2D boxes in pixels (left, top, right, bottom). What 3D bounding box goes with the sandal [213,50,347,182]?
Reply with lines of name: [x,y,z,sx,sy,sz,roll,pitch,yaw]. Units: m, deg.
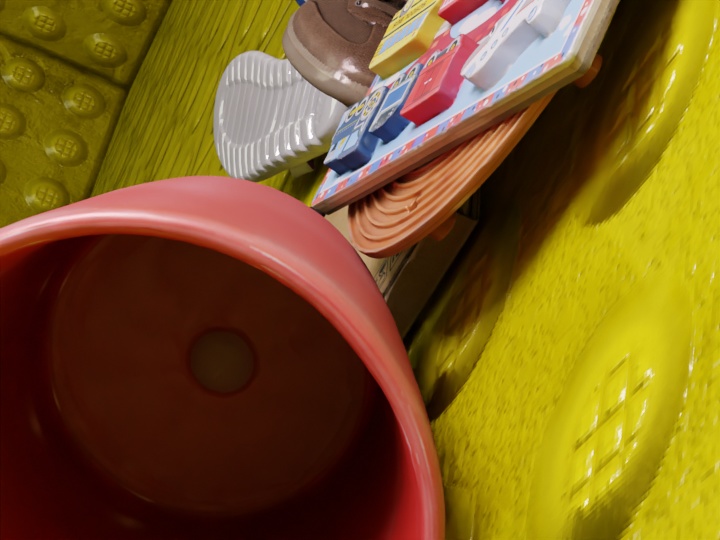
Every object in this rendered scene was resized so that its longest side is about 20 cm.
sandal: [-0.039,-0.091,1.095,0.202,0.050,0.083,7,89,65]

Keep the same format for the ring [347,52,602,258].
ring: [0.057,-0.089,0.658,0.201,0.019,0.201,-52,17,23]

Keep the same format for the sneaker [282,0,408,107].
sneaker: [0.007,-0.143,0.919,0.076,0.070,0.200,-61,14,23]

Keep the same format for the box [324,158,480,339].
box: [0.000,0.000,0.797,0.164,0.021,0.200,-84,20,-53]

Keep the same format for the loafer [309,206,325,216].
loafer: [-0.073,-0.006,1.012,0.200,0.071,0.073,158,134,-74]

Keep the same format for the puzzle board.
puzzle board: [0.051,-0.106,0.642,0.200,0.017,0.151,-24,38,63]

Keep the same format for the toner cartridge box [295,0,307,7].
toner cartridge box: [-0.067,-0.275,1.202,0.043,0.200,0.095,-24,33,23]

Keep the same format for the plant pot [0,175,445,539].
plant pot: [-0.063,0.055,0.621,0.177,0.200,0.201,-71,7,-73]
